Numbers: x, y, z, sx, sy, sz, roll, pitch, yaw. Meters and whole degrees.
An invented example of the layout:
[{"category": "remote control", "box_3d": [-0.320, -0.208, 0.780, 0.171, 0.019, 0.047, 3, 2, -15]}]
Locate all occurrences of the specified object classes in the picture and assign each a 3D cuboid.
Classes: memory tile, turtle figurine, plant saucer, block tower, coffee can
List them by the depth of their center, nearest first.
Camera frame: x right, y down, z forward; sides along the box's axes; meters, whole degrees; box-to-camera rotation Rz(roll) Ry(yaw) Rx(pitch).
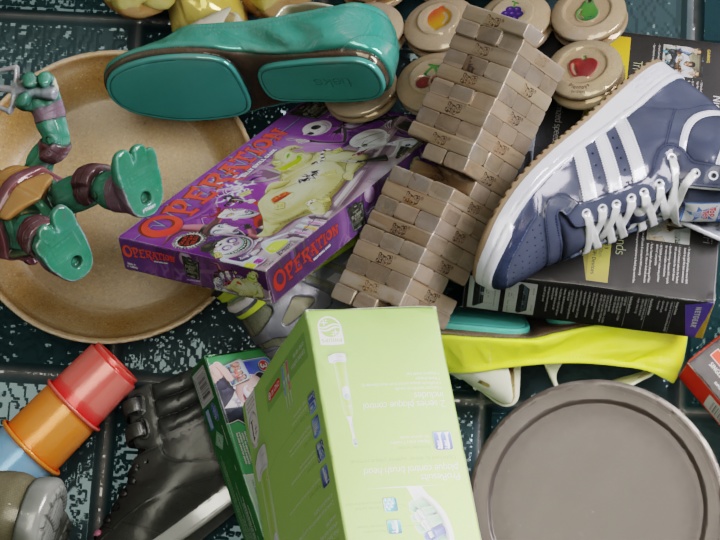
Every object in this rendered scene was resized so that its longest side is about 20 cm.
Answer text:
[{"category": "coffee can", "box_3d": [0.138, 0.152, 1.316, 0.146, 0.200, 0.146, 0, 79, 2]}, {"category": "block tower", "box_3d": [0.057, -0.059, 1.336, 0.054, 0.058, 0.200, 23, 88, 38]}, {"category": "turtle figurine", "box_3d": [-0.218, -0.051, 1.369, 0.200, 0.101, 0.150, 15, 69, 45]}, {"category": "memory tile", "box_3d": [0.076, -0.163, 1.425, 0.200, 0.017, 0.153, -3, 52, 16]}, {"category": "plant saucer", "box_3d": [-0.165, -0.047, 1.451, 0.200, 0.035, 0.200, -1, 78, 3]}]

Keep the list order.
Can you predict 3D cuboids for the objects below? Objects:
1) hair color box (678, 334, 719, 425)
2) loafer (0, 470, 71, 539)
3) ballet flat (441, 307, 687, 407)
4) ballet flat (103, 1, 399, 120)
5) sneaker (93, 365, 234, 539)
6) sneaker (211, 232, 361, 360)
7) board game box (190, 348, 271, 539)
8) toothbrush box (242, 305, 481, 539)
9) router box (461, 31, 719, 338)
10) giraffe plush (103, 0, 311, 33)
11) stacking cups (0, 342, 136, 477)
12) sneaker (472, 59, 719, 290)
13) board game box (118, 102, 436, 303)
[{"category": "hair color box", "box_3d": [0.316, 0.041, 1.402, 0.200, 0.061, 0.102, -38, 79, -6]}, {"category": "loafer", "box_3d": [-0.221, 0.165, 1.331, 0.070, 0.200, 0.075, 20, 61, 0]}, {"category": "ballet flat", "box_3d": [0.115, 0.055, 1.410, 0.200, 0.067, 0.067, -4, 100, 0]}, {"category": "ballet flat", "box_3d": [-0.067, -0.140, 1.411, 0.200, 0.067, 0.070, -2, 47, 19]}, {"category": "sneaker", "box_3d": [-0.141, 0.137, 1.398, 0.200, 0.071, 0.099, -38, 80, -12]}, {"category": "sneaker", "box_3d": [0.000, 0.000, 1.401, 0.200, 0.074, 0.081, -29, 93, -27]}, {"category": "board game box", "box_3d": [-0.015, 0.140, 1.367, 0.135, 0.029, 0.200, -7, 67, -31]}, {"category": "toothbrush box", "box_3d": [0.001, 0.140, 1.263, 0.086, 0.146, 0.200, 0, 63, -19]}, {"category": "router box", "box_3d": [0.155, -0.063, 1.405, 0.157, 0.052, 0.200, 8, 61, 4]}, {"category": "giraffe plush", "box_3d": [-0.117, -0.268, 1.446, 0.173, 0.200, 0.162, -31, 45, 8]}, {"category": "stacking cups", "box_3d": [-0.225, 0.131, 1.395, 0.200, 0.061, 0.061, -44, 80, 0]}, {"category": "sneaker", "box_3d": [0.165, -0.039, 1.322, 0.108, 0.070, 0.200, 37, 64, 20]}, {"category": "board game box", "box_3d": [-0.044, -0.049, 1.369, 0.120, 0.032, 0.200, 8, 34, 37]}]
